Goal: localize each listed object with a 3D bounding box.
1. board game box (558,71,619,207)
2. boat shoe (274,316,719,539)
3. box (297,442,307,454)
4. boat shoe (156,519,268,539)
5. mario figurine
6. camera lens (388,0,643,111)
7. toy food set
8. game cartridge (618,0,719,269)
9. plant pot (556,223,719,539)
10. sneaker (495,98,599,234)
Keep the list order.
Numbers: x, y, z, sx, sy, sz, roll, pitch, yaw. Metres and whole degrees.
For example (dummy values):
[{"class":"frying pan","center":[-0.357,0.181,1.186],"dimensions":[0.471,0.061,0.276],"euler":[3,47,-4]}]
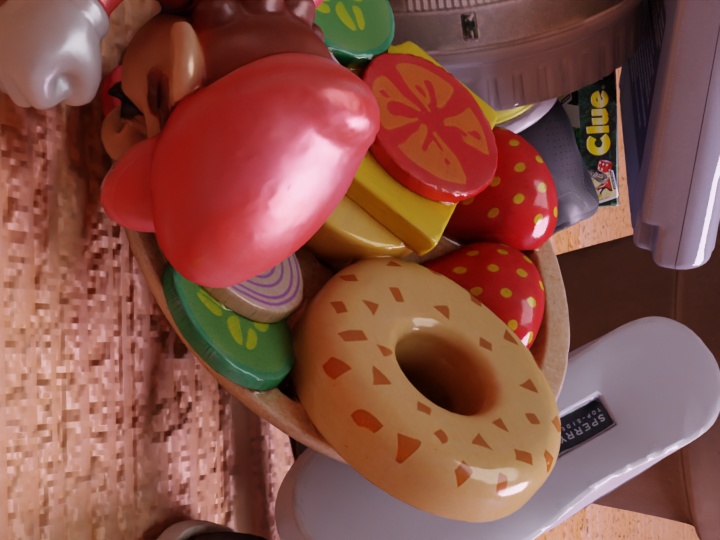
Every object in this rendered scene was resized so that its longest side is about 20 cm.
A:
[{"class":"board game box","center":[0.073,-0.094,1.099],"dimensions":[0.200,0.023,0.105],"euler":[-158,-120,-69]},{"class":"boat shoe","center":[0.046,0.073,0.850],"dimensions":[0.200,0.070,0.071],"euler":[-22,79,-34]},{"class":"box","center":[0.020,0.087,1.036],"dimensions":[0.159,0.046,0.200],"euler":[-71,154,-54]},{"class":"boat shoe","center":[-0.050,0.126,0.735],"dimensions":[0.200,0.059,0.072],"euler":[-17,104,-75]},{"class":"mario figurine","center":[-0.062,-0.089,0.697],"dimensions":[0.106,0.123,0.200],"euler":[122,-38,-67]},{"class":"camera lens","center":[0.033,-0.180,0.897],"dimensions":[0.160,0.160,0.200],"euler":[-65,149,-60]},{"class":"toy food set","center":[-0.002,-0.017,0.776],"dimensions":[0.198,0.049,0.200],"euler":[39,42,-11]},{"class":"game cartridge","center":[0.135,-0.102,0.926],"dimensions":[0.200,0.041,0.133],"euler":[-81,-178,-63]},{"class":"plant pot","center":[0.148,0.056,1.273],"dimensions":[0.200,0.174,0.201],"euler":[-2,90,-75]},{"class":"sneaker","center":[0.052,-0.053,1.020],"dimensions":[0.085,0.074,0.200],"euler":[64,-4,-10]}]
